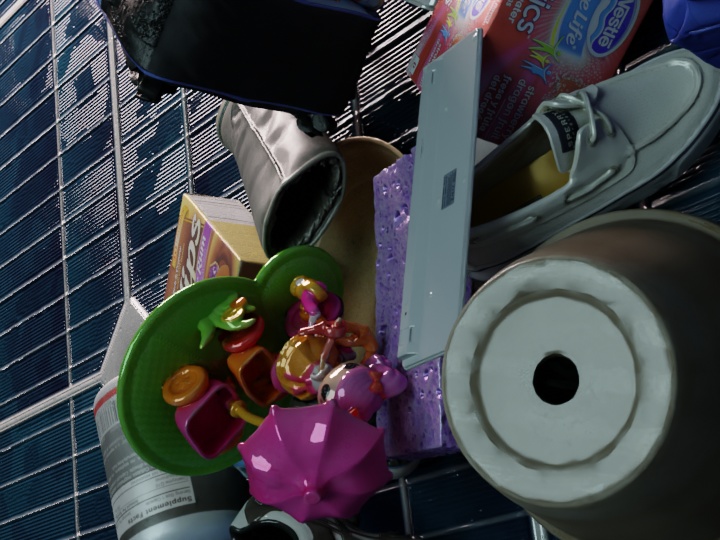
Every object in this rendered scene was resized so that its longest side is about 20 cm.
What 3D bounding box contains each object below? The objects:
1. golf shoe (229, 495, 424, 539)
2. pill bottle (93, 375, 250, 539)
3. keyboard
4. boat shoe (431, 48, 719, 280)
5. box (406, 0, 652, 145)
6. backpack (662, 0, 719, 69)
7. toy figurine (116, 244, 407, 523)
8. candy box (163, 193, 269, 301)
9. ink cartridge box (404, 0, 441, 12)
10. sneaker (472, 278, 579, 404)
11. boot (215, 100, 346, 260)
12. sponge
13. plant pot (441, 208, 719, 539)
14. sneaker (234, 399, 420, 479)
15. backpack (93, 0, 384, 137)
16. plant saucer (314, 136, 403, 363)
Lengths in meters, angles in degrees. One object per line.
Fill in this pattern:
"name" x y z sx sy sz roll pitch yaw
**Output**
"golf shoe" -0.005 0.214 0.884 0.199 0.094 0.078 29 127 31
"pill bottle" -0.150 0.187 1.077 0.114 0.113 0.201 -42 54 38
"keyboard" 0.048 -0.044 0.747 0.056 0.011 0.201 -24 54 50
"boat shoe" 0.128 -0.072 0.762 0.199 0.070 0.071 -33 57 9
"box" 0.119 -0.180 0.809 0.201 0.095 0.100 -64 23 20
"backpack" 0.226 -0.224 0.652 0.162 0.167 0.202 -8 76 37
"toy figurine" -0.037 0.086 0.862 0.200 0.151 0.184 -42 38 -18
"candy box" -0.110 0.020 1.057 0.200 0.056 0.118 -137 57 -64
"ink cartridge box" 0.072 -0.287 0.908 0.146 0.085 0.201 38 114 48
"sneaker" 0.120 0.034 0.807 0.090 0.075 0.201 -27 65 49
"boot" -0.053 -0.126 1.003 0.200 0.072 0.183 -114 41 -62
"sponge" 0.040 0.022 0.857 0.111 0.030 0.202 153 119 -68
"plant pot" 0.128 0.057 0.670 0.199 0.173 0.202 -4 82 29
"sneaker" -0.027 0.136 0.985 0.199 0.072 0.073 1 117 45
"backpack" -0.100 -0.202 0.914 0.200 0.182 0.135 49 122 44
"plant saucer" 0.000 0.000 0.987 0.200 0.035 0.202 -11 76 49
